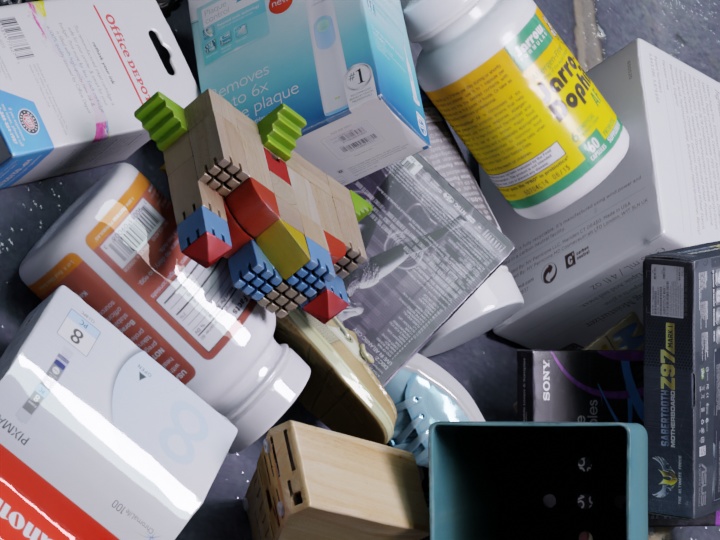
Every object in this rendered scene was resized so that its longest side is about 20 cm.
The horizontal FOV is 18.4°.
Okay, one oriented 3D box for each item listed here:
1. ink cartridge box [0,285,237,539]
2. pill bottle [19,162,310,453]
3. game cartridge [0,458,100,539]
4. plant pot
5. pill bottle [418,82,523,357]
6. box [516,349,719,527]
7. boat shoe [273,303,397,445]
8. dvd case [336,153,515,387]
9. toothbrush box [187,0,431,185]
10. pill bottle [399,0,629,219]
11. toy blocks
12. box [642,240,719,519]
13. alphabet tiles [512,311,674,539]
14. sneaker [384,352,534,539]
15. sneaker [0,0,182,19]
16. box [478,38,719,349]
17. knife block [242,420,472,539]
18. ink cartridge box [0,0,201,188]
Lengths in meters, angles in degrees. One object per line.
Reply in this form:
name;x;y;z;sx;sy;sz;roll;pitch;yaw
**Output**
ink cartridge box;-0.181;0.128;1.444;0.160;0.047;0.200;41;40;-15
pill bottle;-0.133;0.031;1.561;0.200;0.112;0.112;45;41;-11
game cartridge;-0.198;0.146;1.479;0.133;0.040;0.200;46;41;-15
plant pot;0.142;0.176;1.607;0.200;0.141;0.142;4;86;-74
pill bottle;0.046;-0.040;1.778;0.114;0.114;0.201;-13;72;-47
box;0.220;0.135;1.794;0.199;0.036;0.144;1;87;-19
boat shoe;-0.036;0.042;1.627;0.063;0.073;0.201;-35;73;-31
dvd case;0.000;0.000;1.690;0.149;0.016;0.200;44;71;4
toothbrush box;-0.043;-0.162;1.684;0.085;0.146;0.201;43;31;-50
pill bottle;0.114;-0.149;1.759;0.200;0.113;0.113;52;40;-14
toy blocks;-0.063;-0.031;1.546;0.200;0.100;0.137;34;28;-38
box;0.279;0.080;1.726;0.157;0.051;0.201;-10;102;-49
alphabet tiles;0.217;0.139;1.814;0.200;0.006;0.167;-36;101;-19
sneaker;0.058;0.143;1.695;0.200;0.074;0.082;47;36;-8
sneaker;-0.229;-0.235;1.693;0.200;0.078;0.087;5;48;-50
box;0.215;-0.050;1.877;0.130;0.199;0.201;23;50;-35
knife block;0.012;0.160;1.569;0.175;0.200;0.064;-9;66;-14
ink cartridge box;-0.219;-0.134;1.623;0.200;0.068;0.115;-17;77;-48
